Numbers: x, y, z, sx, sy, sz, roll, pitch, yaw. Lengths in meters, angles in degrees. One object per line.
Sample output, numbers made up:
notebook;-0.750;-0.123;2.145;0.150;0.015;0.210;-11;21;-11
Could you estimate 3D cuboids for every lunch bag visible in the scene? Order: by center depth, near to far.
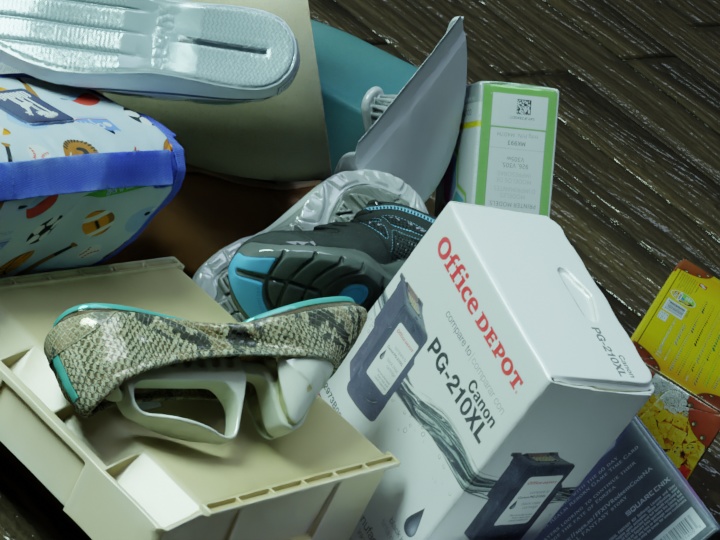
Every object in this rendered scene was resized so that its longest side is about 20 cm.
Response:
lunch bag;-0.219;-0.043;1.345;0.199;0.125;0.170;-10;-1;39

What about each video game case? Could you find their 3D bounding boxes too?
video game case;0.113;0.137;1.448;0.019;0.143;0.200;42;10;-42

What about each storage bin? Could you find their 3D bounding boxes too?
storage bin;-0.117;0.094;1.334;0.200;0.094;0.198;41;28;26

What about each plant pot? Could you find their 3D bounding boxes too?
plant pot;-0.097;-0.147;1.531;0.134;0.201;0.201;-9;30;-2
plant pot;-0.063;-0.106;1.744;0.199;0.142;0.141;31;24;18

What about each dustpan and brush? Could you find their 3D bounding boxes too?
dustpan and brush;0.023;-0.068;1.637;0.057;0.200;0.140;22;57;26

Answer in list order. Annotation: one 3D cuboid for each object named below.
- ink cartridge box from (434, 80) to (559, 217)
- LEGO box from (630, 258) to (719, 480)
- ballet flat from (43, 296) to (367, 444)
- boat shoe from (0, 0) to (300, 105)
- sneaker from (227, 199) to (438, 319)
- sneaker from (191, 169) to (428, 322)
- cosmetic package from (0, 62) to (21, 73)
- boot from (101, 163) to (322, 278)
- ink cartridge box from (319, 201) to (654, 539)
ink cartridge box;0.088;-0.025;1.665;0.059;0.201;0.104;4;-1;-12
LEGO box;0.187;0.098;1.587;0.077;0.149;0.200;32;25;6
ballet flat;-0.073;0.056;1.280;0.199;0.068;0.076;0;58;-38
boat shoe;-0.135;-0.125;1.373;0.199;0.074;0.067;15;-16;-3
sneaker;0.000;0.000;1.452;0.199;0.073;0.082;7;40;-37
sneaker;-0.045;-0.002;1.522;0.199;0.099;0.078;-24;88;-35
cosmetic package;-0.259;-0.128;1.556;0.101;0.074;0.200;13;3;-36
boot;-0.083;0.005;1.590;0.200;0.077;0.156;-24;79;-42
ink cartridge box;0.057;0.081;1.393;0.084;0.200;0.145;9;39;-38
